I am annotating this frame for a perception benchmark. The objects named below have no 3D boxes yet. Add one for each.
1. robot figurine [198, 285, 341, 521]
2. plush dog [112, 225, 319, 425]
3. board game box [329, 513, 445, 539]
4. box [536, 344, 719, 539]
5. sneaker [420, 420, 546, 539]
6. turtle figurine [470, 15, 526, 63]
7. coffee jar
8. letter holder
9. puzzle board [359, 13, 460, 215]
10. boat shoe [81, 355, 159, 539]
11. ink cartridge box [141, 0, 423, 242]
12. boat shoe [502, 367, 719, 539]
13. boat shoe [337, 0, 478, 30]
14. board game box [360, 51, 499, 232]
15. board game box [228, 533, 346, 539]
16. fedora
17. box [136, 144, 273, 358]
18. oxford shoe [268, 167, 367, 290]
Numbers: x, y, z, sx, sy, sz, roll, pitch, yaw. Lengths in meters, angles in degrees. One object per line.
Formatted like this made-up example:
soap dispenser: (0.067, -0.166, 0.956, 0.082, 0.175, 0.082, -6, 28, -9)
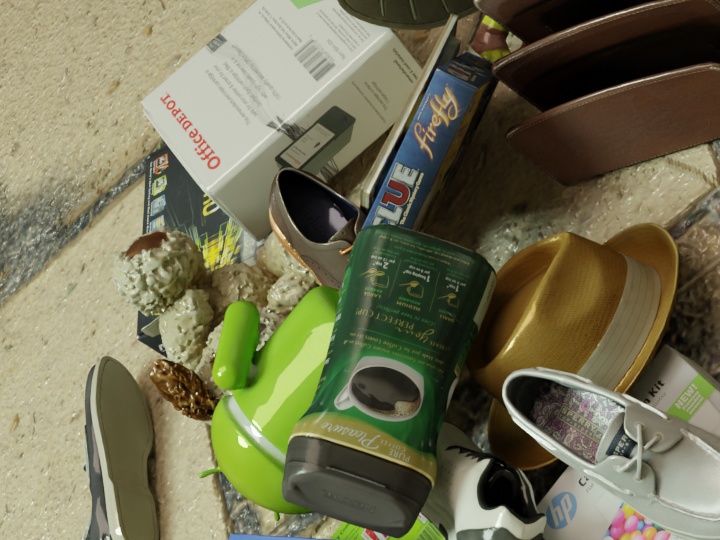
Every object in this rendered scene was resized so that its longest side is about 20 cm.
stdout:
robot figurine: (-0.028, 0.093, 1.757, 0.200, 0.175, 0.116, -50, 27, 10)
plush dog: (-0.090, 0.065, 1.888, 0.172, 0.199, 0.161, -108, 19, -49)
board game box: (0.001, 0.244, 1.733, 0.200, 0.048, 0.102, -52, 37, 7)
box: (0.213, 0.161, 1.561, 0.156, 0.041, 0.200, -52, 36, 7)
sneaker: (0.084, 0.151, 1.643, 0.200, 0.073, 0.080, -120, 44, -58)
turtle figurine: (0.134, -0.237, 1.833, 0.064, 0.200, 0.162, 31, 114, 30)
coffee jar: (0.018, 0.076, 1.639, 0.085, 0.104, 0.201, 107, -178, -71)
letter holder: (0.186, -0.157, 1.730, 0.200, 0.142, 0.101, -16, 53, 41)
puzzle board: (0.040, -0.105, 1.862, 0.151, 0.017, 0.200, -62, -4, -8)
boat shoe: (-0.215, 0.163, 2.012, 0.063, 0.073, 0.201, -31, 49, 26)
ink cartridge box: (-0.062, -0.145, 1.990, 0.200, 0.084, 0.146, -41, 46, 2)
boat shoe: (0.173, 0.111, 1.526, 0.200, 0.068, 0.072, 34, 96, 38)
boat shoe: (0.076, -0.241, 1.923, 0.199, 0.072, 0.068, -8, 26, -2)
board game box: (0.055, -0.091, 1.798, 0.136, 0.035, 0.200, -65, -4, 11)
board game box: (-0.033, 0.257, 1.684, 0.200, 0.045, 0.135, -3, 63, 47)
fedora: (0.133, 0.039, 1.668, 0.201, 0.082, 0.201, -46, 23, 26)
box: (-0.117, -0.042, 2.064, 0.161, 0.049, 0.201, -24, 48, 31)
oxford shoe: (0.000, 0.000, 1.820, 0.200, 0.073, 0.071, 42, 79, 16)
